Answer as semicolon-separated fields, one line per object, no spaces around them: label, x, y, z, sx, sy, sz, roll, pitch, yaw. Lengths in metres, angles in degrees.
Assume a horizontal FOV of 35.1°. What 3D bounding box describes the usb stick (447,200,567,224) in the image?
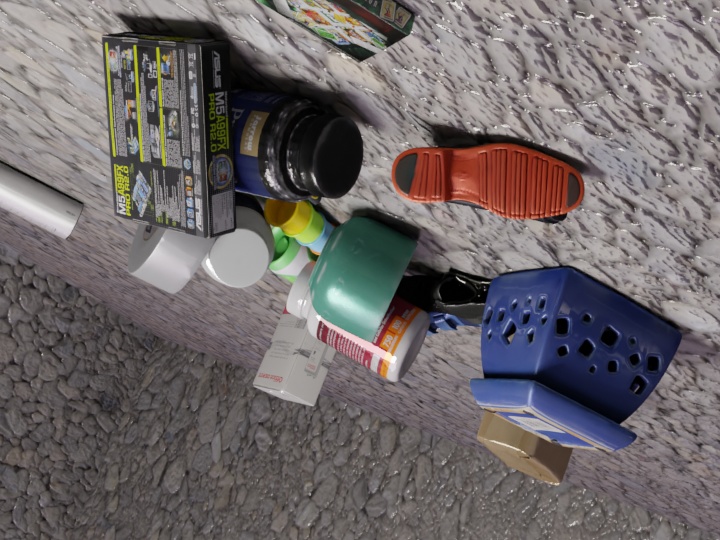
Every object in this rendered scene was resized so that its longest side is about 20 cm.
usb stick;0.126;-0.083;1.216;0.197;0.033;0.055;15;-172;34

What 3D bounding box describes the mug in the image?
mug;-0.004;0.008;1.560;0.113;0.154;0.185;25;168;1

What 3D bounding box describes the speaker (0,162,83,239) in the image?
speaker;-0.665;-0.142;2.292;0.198;0.082;0.081;28;167;-20

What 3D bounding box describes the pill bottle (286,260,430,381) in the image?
pill bottle;-0.006;0.069;1.672;0.198;0.114;0.113;28;169;13

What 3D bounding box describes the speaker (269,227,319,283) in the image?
speaker;-0.063;0.000;1.787;0.088;0.090;0.199;8;161;48

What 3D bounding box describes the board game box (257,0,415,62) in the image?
board game box;-0.059;-0.240;0.943;0.198;0.024;0.104;28;169;-21

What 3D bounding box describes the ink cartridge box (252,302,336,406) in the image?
ink cartridge box;-0.117;0.156;2.249;0.082;0.203;0.146;29;166;-27

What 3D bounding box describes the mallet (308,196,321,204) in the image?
mallet;-0.122;-0.118;1.454;0.041;0.067;0.199;12;163;43

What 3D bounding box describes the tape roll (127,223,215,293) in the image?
tape roll;-0.241;-0.073;1.539;0.065;0.203;0.199;27;167;-22

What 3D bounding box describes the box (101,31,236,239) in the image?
box;-0.205;-0.147;1.216;0.158;0.204;0.044;13;-159;38

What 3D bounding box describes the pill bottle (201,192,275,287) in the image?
pill bottle;-0.179;-0.044;1.609;0.110;0.112;0.200;27;-170;-17

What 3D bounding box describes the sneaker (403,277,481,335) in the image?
sneaker;0.112;0.068;1.759;0.198;0.083;0.074;11;161;39

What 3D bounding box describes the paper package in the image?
paper package;0.274;0.201;1.736;0.102;0.203;0.191;16;166;28

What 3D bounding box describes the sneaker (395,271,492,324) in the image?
sneaker;0.124;0.032;1.652;0.197;0.061;0.104;12;164;24

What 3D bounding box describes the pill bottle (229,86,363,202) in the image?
pill bottle;-0.098;-0.136;1.233;0.197;0.114;0.112;14;165;37

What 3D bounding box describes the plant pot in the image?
plant pot;0.266;0.123;1.484;0.198;0.183;0.199;26;167;-19

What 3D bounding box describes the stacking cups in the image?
stacking cups;-0.060;-0.052;1.636;0.060;0.061;0.199;14;166;36

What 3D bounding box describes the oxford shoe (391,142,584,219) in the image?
oxford shoe;0.133;-0.096;1.137;0.197;0.073;0.072;11;-165;25
